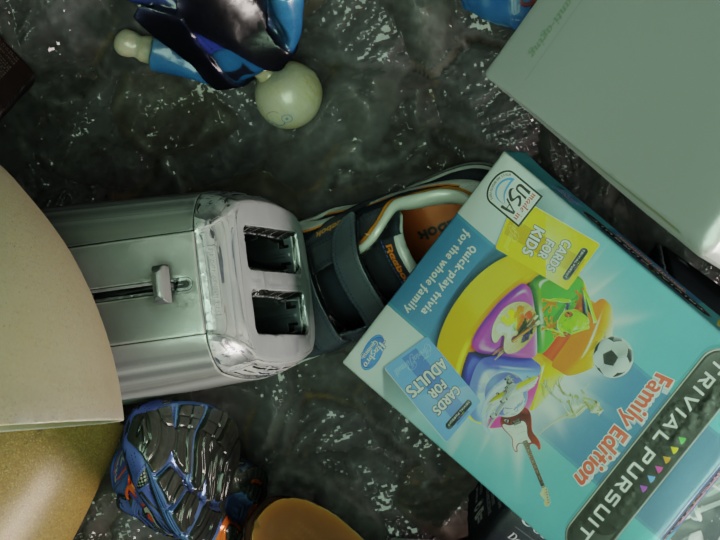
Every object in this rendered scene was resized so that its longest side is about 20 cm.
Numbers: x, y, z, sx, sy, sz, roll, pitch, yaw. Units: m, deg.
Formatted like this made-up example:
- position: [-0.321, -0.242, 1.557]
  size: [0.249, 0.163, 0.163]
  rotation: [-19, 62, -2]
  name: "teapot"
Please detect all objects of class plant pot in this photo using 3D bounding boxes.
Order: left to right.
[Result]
- position: [-0.222, 0.016, 1.379]
  size: [0.199, 0.200, 0.135]
  rotation: [-4, 86, 4]
  name: "plant pot"
- position: [-0.237, 0.132, 1.606]
  size: [0.186, 0.186, 0.200]
  rotation: [44, 88, -8]
  name: "plant pot"

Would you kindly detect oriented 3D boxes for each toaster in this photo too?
- position: [-0.106, 0.016, 1.537]
  size: [0.129, 0.200, 0.114]
  rotation: [-7, 85, 15]
  name: "toaster"

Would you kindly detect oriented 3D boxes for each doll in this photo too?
- position: [-0.097, -0.149, 1.563]
  size: [0.136, 0.049, 0.200]
  rotation: [-25, 127, 40]
  name: "doll"

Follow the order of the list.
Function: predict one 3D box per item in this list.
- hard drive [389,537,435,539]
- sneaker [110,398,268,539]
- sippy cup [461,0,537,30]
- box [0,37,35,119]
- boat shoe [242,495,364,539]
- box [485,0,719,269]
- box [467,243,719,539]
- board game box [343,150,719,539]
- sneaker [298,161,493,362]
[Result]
- position: [0.084, 0.201, 1.585]
  size: [0.132, 0.200, 0.027]
  rotation: [38, 79, -6]
  name: "hard drive"
- position: [-0.111, 0.121, 1.586]
  size: [0.078, 0.200, 0.076]
  rotation: [14, 71, 13]
  name: "sneaker"
- position: [0.106, -0.205, 1.527]
  size: [0.177, 0.140, 0.131]
  rotation: [13, 117, 24]
  name: "sippy cup"
- position: [-0.304, -0.096, 1.528]
  size: [0.166, 0.200, 0.164]
  rotation: [-41, 98, 10]
  name: "box"
- position: [-0.004, 0.213, 1.648]
  size: [0.070, 0.070, 0.200]
  rotation: [-42, 105, -12]
  name: "boat shoe"
- position: [0.219, -0.106, 1.456]
  size: [0.171, 0.200, 0.199]
  rotation: [28, 101, -47]
  name: "box"
- position: [0.197, 0.128, 1.601]
  size: [0.200, 0.124, 0.197]
  rotation: [35, 101, -6]
  name: "box"
- position: [0.113, 0.055, 1.511]
  size: [0.200, 0.047, 0.151]
  rotation: [40, 103, 14]
  name: "board game box"
- position: [0.000, 0.000, 1.601]
  size: [0.199, 0.079, 0.079]
  rotation: [-29, 101, 10]
  name: "sneaker"
